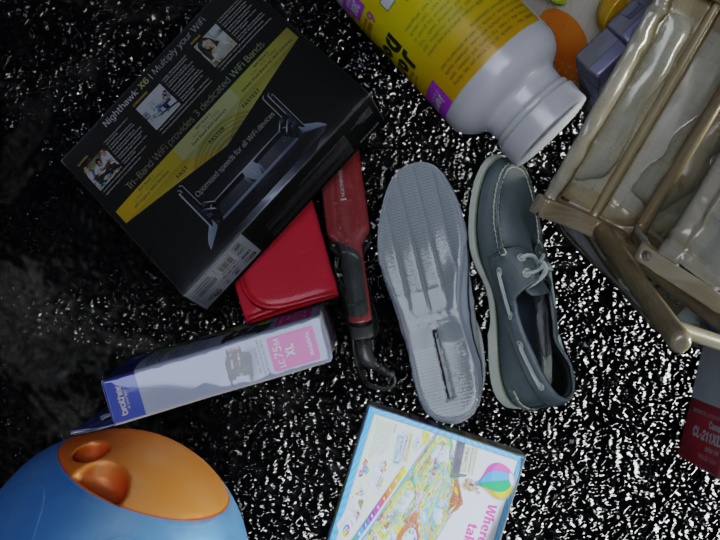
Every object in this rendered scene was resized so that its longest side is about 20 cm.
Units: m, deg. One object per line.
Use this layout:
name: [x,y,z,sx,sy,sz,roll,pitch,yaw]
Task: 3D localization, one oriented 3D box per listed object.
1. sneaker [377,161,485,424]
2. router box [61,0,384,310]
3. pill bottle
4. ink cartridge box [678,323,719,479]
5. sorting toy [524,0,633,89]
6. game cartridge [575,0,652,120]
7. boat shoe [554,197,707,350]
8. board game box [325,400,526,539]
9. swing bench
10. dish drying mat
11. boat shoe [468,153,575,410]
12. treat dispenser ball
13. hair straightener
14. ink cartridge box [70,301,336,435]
sneaker: [0.055,0.019,0.821,0.072,0.071,0.204,-7,84,8]
router box: [-0.105,-0.098,0.792,0.200,0.052,0.157,-46,69,-1]
pill bottle: [0.078,-0.177,0.794,0.104,0.104,0.200,-42,81,0]
ink cartridge box: [0.332,0.060,0.759,0.143,0.083,0.204,12,91,-2]
sorting toy: [0.181,-0.272,0.824,0.200,0.107,0.180,-42,70,0]
game cartridge: [0.249,-0.192,0.793,0.200,0.130,0.038,-43,70,0]
boat shoe: [0.240,0.002,0.820,0.199,0.068,0.075,34,90,0]
board game box: [0.039,0.222,0.836,0.132,0.034,0.203,18,89,1]
swing bench: [0.243,-0.068,0.682,0.128,0.201,0.201,17,112,-29]
dish drying mat: [-0.079,-0.063,0.818,0.076,0.018,0.203,-16,72,-1]
boat shoe: [0.132,0.009,0.812,0.072,0.061,0.204,-9,95,-36]
treat dispenser ball: [-0.178,0.216,0.753,0.197,0.201,0.205,0,89,0]
hair straightener: [0.000,0.000,0.816,0.040,0.077,0.203,-13,68,-2]
ink cartridge box: [-0.117,0.072,0.795,0.197,0.119,0.043,-19,94,1]
